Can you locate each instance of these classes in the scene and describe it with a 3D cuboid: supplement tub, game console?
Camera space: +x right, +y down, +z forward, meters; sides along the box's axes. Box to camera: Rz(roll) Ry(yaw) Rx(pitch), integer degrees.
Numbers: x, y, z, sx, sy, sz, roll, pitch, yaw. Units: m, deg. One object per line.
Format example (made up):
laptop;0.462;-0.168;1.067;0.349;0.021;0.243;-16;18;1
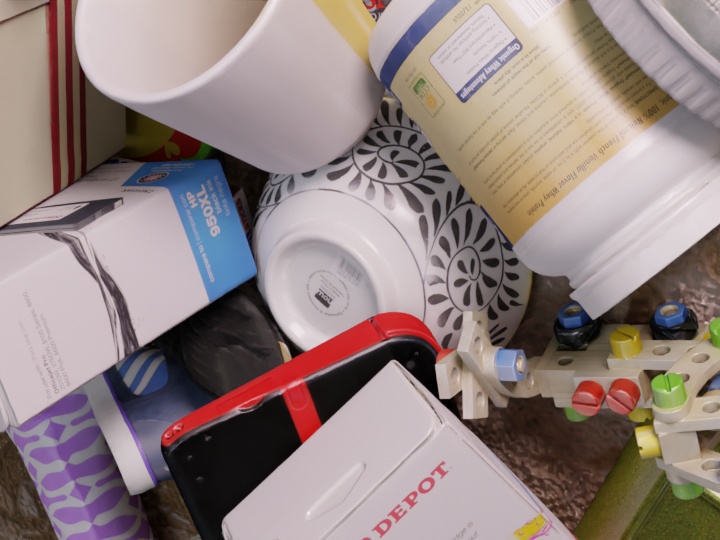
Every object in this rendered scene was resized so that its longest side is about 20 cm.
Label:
supplement tub;0.114;-0.088;0.761;0.144;0.144;0.200;-42;82;34
game console;-0.011;0.137;0.842;0.031;0.176;0.201;47;160;60

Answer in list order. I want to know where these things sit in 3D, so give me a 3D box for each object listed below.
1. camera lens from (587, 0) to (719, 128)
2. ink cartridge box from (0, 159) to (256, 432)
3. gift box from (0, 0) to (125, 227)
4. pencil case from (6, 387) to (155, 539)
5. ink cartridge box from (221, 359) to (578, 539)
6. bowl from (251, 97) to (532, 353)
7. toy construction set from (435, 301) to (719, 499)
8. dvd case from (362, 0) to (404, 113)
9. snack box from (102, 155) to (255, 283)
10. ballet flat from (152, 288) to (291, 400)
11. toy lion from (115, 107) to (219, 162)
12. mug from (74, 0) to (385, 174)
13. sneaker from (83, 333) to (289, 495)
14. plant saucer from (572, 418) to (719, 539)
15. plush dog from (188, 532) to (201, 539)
camera lens;0.218;-0.182;0.658;0.160;0.160;0.200;50;124;8
ink cartridge box;-0.187;0.007;0.849;0.144;0.200;0.085;2;117;43
gift box;-0.251;-0.146;0.859;0.183;0.200;0.188;11;116;13
pencil case;-0.221;0.174;1.085;0.085;0.084;0.201;-22;93;0
ink cartridge box;0.040;0.173;0.812;0.148;0.086;0.200;-43;119;1
bowl;0.000;0.000;0.877;0.200;0.094;0.202;14;120;26
toy construction set;0.145;0.069;0.795;0.199;0.131;0.093;12;128;23
dvd case;-0.012;-0.182;0.881;0.145;0.022;0.202;3;109;31
snack box;-0.160;-0.045;0.973;0.199;0.024;0.072;15;139;28
ballet flat;-0.098;0.042;0.924;0.067;0.057;0.200;-50;41;-7
toy lion;-0.159;-0.162;0.959;0.192;0.069;0.200;44;123;3
mug;-0.045;-0.140;0.795;0.186;0.153;0.150;-33;54;16
sneaker;-0.122;0.080;1.006;0.081;0.146;0.200;70;169;-24
plant saucer;0.222;0.201;0.849;0.199;0.048;0.201;34;120;17
plush dog;-0.013;0.159;0.936;0.199;0.161;0.172;32;114;-30
